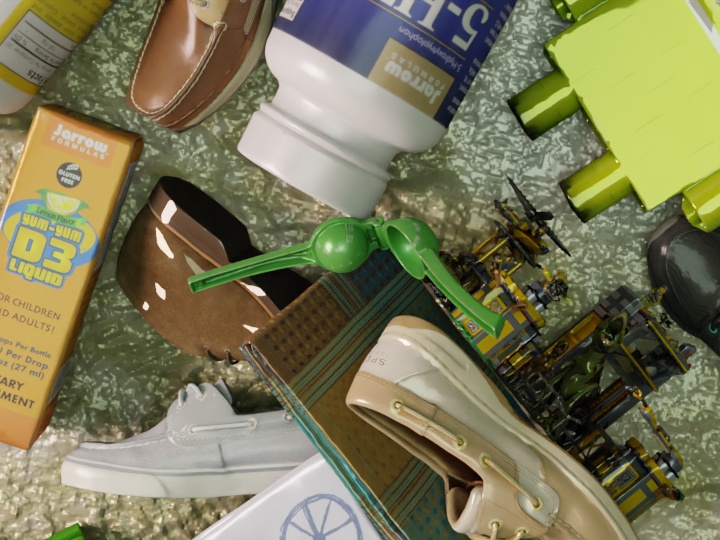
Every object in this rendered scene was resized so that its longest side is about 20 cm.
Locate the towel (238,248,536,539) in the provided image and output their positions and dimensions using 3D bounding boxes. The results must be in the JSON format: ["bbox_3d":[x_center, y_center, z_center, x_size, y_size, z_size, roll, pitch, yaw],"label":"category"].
[{"bbox_3d":[0.032,0.087,0.788,0.200,0.147,0.022,51,134,-1],"label":"towel"}]

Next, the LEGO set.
[{"bbox_3d":[0.137,0.039,0.796,0.116,0.154,0.200,-39,99,3],"label":"LEGO set"}]

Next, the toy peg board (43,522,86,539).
[{"bbox_3d":[-0.174,0.253,0.795,0.097,0.200,0.201,-25,96,-13],"label":"toy peg board"}]

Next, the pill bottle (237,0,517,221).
[{"bbox_3d":[0.014,-0.137,0.787,0.119,0.120,0.201,28,95,-4],"label":"pill bottle"}]

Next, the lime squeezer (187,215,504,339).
[{"bbox_3d":[0.000,0.000,0.760,0.198,0.038,0.071,8,62,28],"label":"lime squeezer"}]

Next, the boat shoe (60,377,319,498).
[{"bbox_3d":[-0.086,0.103,0.843,0.199,0.070,0.072,-1,86,-6],"label":"boat shoe"}]

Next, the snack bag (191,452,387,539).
[{"bbox_3d":[-0.031,0.233,0.803,0.188,0.021,0.201,-37,82,16],"label":"snack bag"}]

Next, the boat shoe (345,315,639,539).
[{"bbox_3d":[0.071,0.116,0.745,0.200,0.074,0.069,44,70,-4],"label":"boat shoe"}]

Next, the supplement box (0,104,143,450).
[{"bbox_3d":[-0.196,0.002,0.824,0.066,0.069,0.202,19,93,-6],"label":"supplement box"}]

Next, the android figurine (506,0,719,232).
[{"bbox_3d":[0.196,-0.120,0.821,0.199,0.041,0.183,-31,86,8],"label":"android figurine"}]

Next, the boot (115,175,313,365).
[{"bbox_3d":[-0.066,0.034,0.829,0.200,0.074,0.076,41,106,9],"label":"boot"}]

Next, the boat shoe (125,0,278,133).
[{"bbox_3d":[-0.084,-0.182,0.792,0.075,0.074,0.201,29,89,31],"label":"boat shoe"}]

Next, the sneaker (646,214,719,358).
[{"bbox_3d":[0.260,0.042,0.834,0.200,0.079,0.075,45,95,-4],"label":"sneaker"}]

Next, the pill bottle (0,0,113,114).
[{"bbox_3d":[-0.212,-0.163,0.783,0.111,0.111,0.200,41,93,-5],"label":"pill bottle"}]
